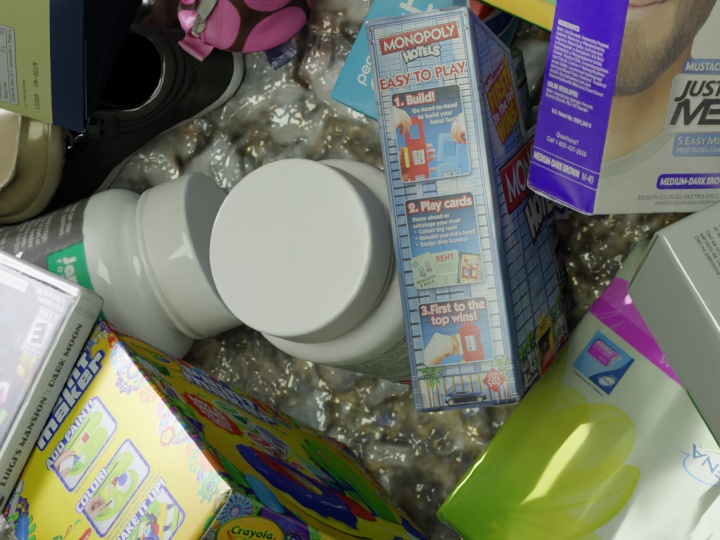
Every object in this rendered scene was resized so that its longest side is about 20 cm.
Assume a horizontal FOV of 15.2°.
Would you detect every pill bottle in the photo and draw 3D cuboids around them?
[{"bbox_3d":[0.000,0.000,1.508,0.113,0.200,0.114,-3,82,22],"label":"pill bottle"},{"bbox_3d":[-0.168,0.018,1.624,0.199,0.113,0.114,-21,76,19],"label":"pill bottle"}]

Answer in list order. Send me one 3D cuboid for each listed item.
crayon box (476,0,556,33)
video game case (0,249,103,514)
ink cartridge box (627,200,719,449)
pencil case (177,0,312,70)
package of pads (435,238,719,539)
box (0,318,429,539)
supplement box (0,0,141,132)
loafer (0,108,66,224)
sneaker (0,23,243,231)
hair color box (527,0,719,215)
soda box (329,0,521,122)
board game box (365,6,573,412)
[{"bbox_3d":[0.121,-0.232,1.483,0.118,0.058,0.201,26,101,24],"label":"crayon box"},{"bbox_3d":[-0.247,0.069,1.543,0.199,0.023,0.183,21,84,47],"label":"video game case"},{"bbox_3d":[0.264,0.015,1.412,0.199,0.084,0.146,-24,72,-16],"label":"ink cartridge box"},{"bbox_3d":[-0.067,-0.220,1.563,0.091,0.093,0.201,35,140,32],"label":"pencil case"},{"bbox_3d":[0.161,0.108,1.499,0.154,0.068,0.200,40,99,23],"label":"package of pads"},{"bbox_3d":[-0.070,0.154,1.482,0.122,0.200,0.193,-55,38,8],"label":"box"},{"bbox_3d":[-0.219,-0.218,1.549,0.199,0.135,0.201,16,57,4],"label":"supplement box"},{"bbox_3d":[-0.238,-0.062,1.628,0.200,0.067,0.077,-30,60,53],"label":"loafer"},{"bbox_3d":[-0.174,-0.092,1.649,0.199,0.099,0.071,-32,74,17],"label":"sneaker"},{"bbox_3d":[0.160,-0.132,1.404,0.065,0.109,0.201,26,114,53],"label":"hair color box"},{"bbox_3d":[0.062,-0.174,1.580,0.068,0.064,0.201,26,94,23],"label":"soda box"},{"bbox_3d":[0.066,-0.052,1.455,0.061,0.200,0.201,-6,105,21],"label":"board game box"}]
